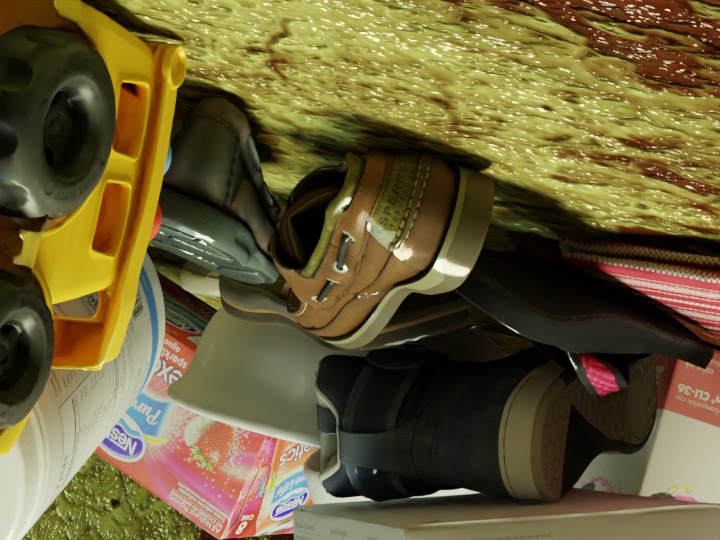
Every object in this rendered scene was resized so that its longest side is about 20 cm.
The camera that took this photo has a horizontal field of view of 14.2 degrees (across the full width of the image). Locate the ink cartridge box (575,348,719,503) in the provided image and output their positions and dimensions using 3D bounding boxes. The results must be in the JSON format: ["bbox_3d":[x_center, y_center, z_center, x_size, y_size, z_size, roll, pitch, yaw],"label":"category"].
[{"bbox_3d":[0.153,0.142,1.545,0.067,0.201,0.116,18,172,-12],"label":"ink cartridge box"}]

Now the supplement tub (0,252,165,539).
[{"bbox_3d":[-0.175,0.047,1.293,0.131,0.133,0.200,15,-157,10],"label":"supplement tub"}]

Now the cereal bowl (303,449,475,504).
[{"bbox_3d":[0.071,0.129,1.717,0.199,0.084,0.200,-13,-173,2],"label":"cereal bowl"}]

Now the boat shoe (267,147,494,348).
[{"bbox_3d":[-0.005,-0.018,1.275,0.068,0.072,0.200,19,161,-13],"label":"boat shoe"}]

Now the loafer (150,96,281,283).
[{"bbox_3d":[-0.062,-0.035,1.308,0.072,0.063,0.200,21,176,1],"label":"loafer"}]

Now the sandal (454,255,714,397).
[{"bbox_3d":[0.093,0.028,1.309,0.075,0.045,0.200,34,-166,31],"label":"sandal"}]

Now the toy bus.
[{"bbox_3d":[-0.144,-0.015,1.135,0.135,0.201,0.192,10,177,28],"label":"toy bus"}]

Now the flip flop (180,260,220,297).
[{"bbox_3d":[-0.020,0.044,1.756,0.199,0.058,0.081,20,172,-21],"label":"flip flop"}]

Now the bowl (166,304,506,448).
[{"bbox_3d":[0.002,0.046,1.544,0.200,0.091,0.201,12,-177,-1],"label":"bowl"}]

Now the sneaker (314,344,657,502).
[{"bbox_3d":[0.058,0.064,1.430,0.146,0.077,0.202,-2,-172,26],"label":"sneaker"}]

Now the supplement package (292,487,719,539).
[{"bbox_3d":[0.068,0.165,1.379,0.155,0.111,0.200,-3,179,-16],"label":"supplement package"}]

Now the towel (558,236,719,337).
[{"bbox_3d":[0.203,0.027,1.298,0.199,0.023,0.144,24,171,-33],"label":"towel"}]

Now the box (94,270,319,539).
[{"bbox_3d":[-0.113,0.078,1.803,0.200,0.096,0.100,32,-165,29],"label":"box"}]

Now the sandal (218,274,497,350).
[{"bbox_3d":[0.000,0.000,1.418,0.081,0.055,0.200,-18,-162,-34],"label":"sandal"}]
